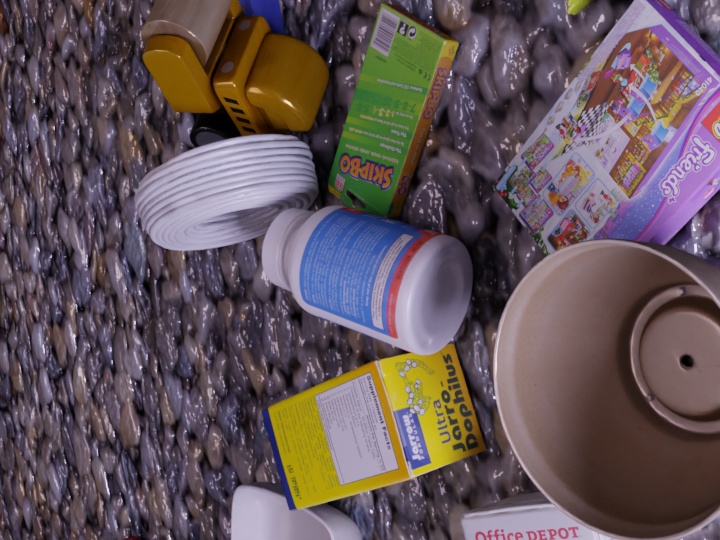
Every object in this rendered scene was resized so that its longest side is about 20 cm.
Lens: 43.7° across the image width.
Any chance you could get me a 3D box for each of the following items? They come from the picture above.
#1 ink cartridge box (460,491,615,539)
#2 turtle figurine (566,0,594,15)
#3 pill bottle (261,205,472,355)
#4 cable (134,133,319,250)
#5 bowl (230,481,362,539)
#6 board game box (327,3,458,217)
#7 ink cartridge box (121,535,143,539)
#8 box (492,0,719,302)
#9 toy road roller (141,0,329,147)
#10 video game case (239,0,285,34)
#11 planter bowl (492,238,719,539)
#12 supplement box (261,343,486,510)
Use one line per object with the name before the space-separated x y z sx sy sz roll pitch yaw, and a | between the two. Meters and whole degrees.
ink cartridge box | 0.180 0.286 0.746 0.144 0.082 0.204 -23 78 46
turtle figurine | 0.138 -0.285 0.731 0.162 0.064 0.201 52 148 24
pill bottle | 0.000 0.000 0.867 0.198 0.111 0.114 18 109 36
cable | -0.142 -0.081 0.960 0.197 0.199 0.070 -20 82 23
bowl | -0.065 0.346 1.028 0.198 0.074 0.204 8 102 46
board game box | 0.027 -0.149 0.895 0.095 0.030 0.203 40 121 36
ink cartridge box | -0.327 0.485 1.278 0.198 0.144 0.148 -2 94 46
box | 0.205 -0.088 0.702 0.138 0.039 0.201 57 131 26
toy road roller | -0.120 -0.215 0.938 0.143 0.201 0.125 4 60 23
video game case | -0.175 -0.338 1.075 0.180 0.045 0.204 -16 84 46
planter bowl | 0.213 0.074 0.645 0.198 0.133 0.204 9 102 47
supplement box | 0.009 0.158 0.897 0.199 0.108 0.111 -28 75 46
